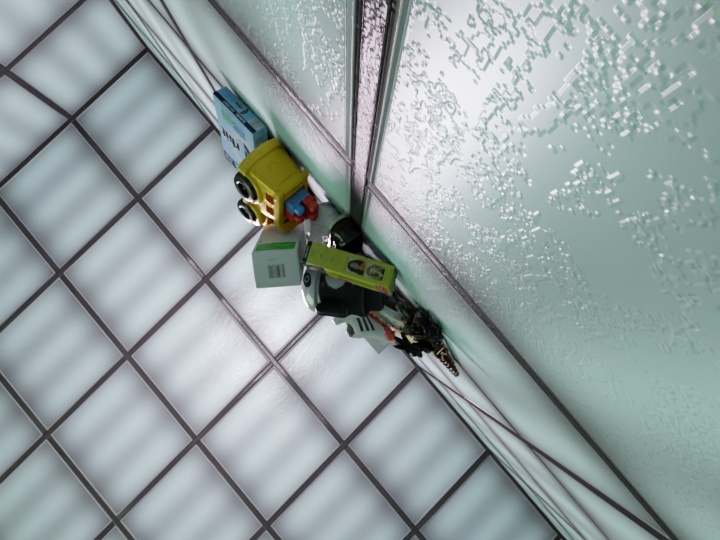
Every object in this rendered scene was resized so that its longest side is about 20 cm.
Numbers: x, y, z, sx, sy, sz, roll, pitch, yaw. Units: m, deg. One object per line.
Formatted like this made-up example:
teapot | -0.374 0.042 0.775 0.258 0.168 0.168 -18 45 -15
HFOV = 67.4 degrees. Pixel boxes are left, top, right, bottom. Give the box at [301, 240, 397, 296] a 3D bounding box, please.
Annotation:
box | -0.022 -0.005 1.131 0.193 0.052 0.075 17 168 12

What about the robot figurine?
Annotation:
robot figurine | -0.039 0.039 1.223 0.192 0.130 0.150 4 179 12

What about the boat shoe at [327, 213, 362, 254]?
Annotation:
boat shoe | -0.032 -0.057 1.195 0.064 0.073 0.202 54 173 13

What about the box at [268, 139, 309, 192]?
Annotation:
box | -0.207 -0.257 1.420 0.200 0.049 0.201 51 174 16

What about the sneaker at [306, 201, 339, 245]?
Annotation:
sneaker | -0.090 -0.109 1.284 0.102 0.076 0.199 61 152 3

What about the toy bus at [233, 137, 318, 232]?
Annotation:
toy bus | -0.176 -0.160 1.223 0.190 0.136 0.202 38 151 14

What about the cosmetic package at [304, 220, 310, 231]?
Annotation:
cosmetic package | -0.226 -0.190 1.588 0.202 0.106 0.085 56 180 32

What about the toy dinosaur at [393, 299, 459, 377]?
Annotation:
toy dinosaur | 0.145 0.139 1.173 0.196 0.105 0.135 27 -178 25

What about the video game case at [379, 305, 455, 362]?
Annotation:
video game case | 0.145 0.168 1.354 0.178 0.023 0.201 27 165 28

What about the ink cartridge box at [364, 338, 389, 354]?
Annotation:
ink cartridge box | 0.052 0.170 1.836 0.148 0.144 0.200 47 176 -4

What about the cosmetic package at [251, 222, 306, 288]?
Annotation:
cosmetic package | -0.181 -0.038 1.237 0.201 0.103 0.088 -97 2 -67

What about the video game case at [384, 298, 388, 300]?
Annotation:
video game case | -0.028 0.066 1.419 0.192 0.019 0.143 2 166 10

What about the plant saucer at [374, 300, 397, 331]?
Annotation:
plant saucer | 0.065 0.122 1.447 0.192 0.037 0.202 9 156 4

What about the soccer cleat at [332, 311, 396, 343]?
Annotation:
soccer cleat | 0.011 0.140 1.337 0.199 0.086 0.068 39 176 -35

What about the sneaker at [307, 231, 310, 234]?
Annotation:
sneaker | -0.107 -0.113 1.615 0.075 0.077 0.200 33 -174 -15

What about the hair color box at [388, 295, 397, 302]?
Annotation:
hair color box | 0.056 0.075 1.548 0.202 0.060 0.099 52 175 -26

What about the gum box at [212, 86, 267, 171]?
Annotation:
gum box | -0.283 -0.311 1.313 0.170 0.044 0.203 45 153 24
